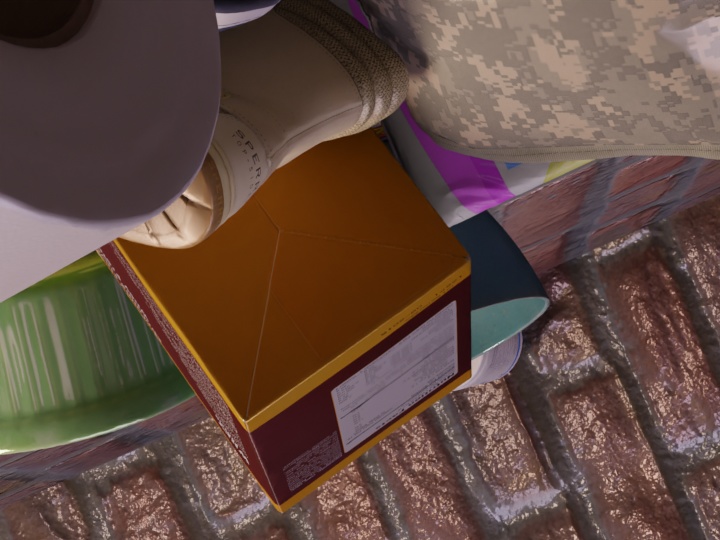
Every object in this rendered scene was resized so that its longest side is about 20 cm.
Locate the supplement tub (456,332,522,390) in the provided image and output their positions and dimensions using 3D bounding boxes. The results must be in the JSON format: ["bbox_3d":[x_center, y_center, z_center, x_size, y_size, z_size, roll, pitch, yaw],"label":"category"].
[{"bbox_3d":[0.150,0.105,2.942,0.131,0.133,0.200,-26,172,21],"label":"supplement tub"}]

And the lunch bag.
[{"bbox_3d":[0.086,-0.134,0.882,0.198,0.118,0.164,0,145,24],"label":"lunch bag"}]

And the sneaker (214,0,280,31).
[{"bbox_3d":[-0.137,-0.096,0.805,0.201,0.077,0.146,-7,156,-45],"label":"sneaker"}]

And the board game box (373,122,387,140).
[{"bbox_3d":[0.057,-0.141,1.207,0.199,0.056,0.195,-18,170,-39],"label":"board game box"}]

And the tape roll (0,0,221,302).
[{"bbox_3d":[-0.148,-0.073,0.496,0.138,0.204,0.202,-27,172,25],"label":"tape roll"}]

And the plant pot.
[{"bbox_3d":[0.000,0.000,1.254,0.199,0.136,0.200,-23,168,-5],"label":"plant pot"}]

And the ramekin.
[{"bbox_3d":[-0.189,0.032,1.256,0.198,0.099,0.200,-11,-166,3],"label":"ramekin"}]

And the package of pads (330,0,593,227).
[{"bbox_3d":[0.092,-0.131,1.017,0.199,0.156,0.068,-24,-175,22],"label":"package of pads"}]

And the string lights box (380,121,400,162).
[{"bbox_3d":[0.117,-0.114,1.130,0.199,0.059,0.102,-28,173,33],"label":"string lights box"}]

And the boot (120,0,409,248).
[{"bbox_3d":[-0.094,-0.082,0.908,0.199,0.073,0.155,15,-146,35],"label":"boot"}]

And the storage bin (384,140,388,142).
[{"bbox_3d":[-0.060,-0.042,1.402,0.199,0.094,0.135,-25,173,3],"label":"storage bin"}]

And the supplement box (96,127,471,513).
[{"bbox_3d":[-0.051,-0.010,1.043,0.132,0.198,0.200,-34,162,-9],"label":"supplement box"}]
